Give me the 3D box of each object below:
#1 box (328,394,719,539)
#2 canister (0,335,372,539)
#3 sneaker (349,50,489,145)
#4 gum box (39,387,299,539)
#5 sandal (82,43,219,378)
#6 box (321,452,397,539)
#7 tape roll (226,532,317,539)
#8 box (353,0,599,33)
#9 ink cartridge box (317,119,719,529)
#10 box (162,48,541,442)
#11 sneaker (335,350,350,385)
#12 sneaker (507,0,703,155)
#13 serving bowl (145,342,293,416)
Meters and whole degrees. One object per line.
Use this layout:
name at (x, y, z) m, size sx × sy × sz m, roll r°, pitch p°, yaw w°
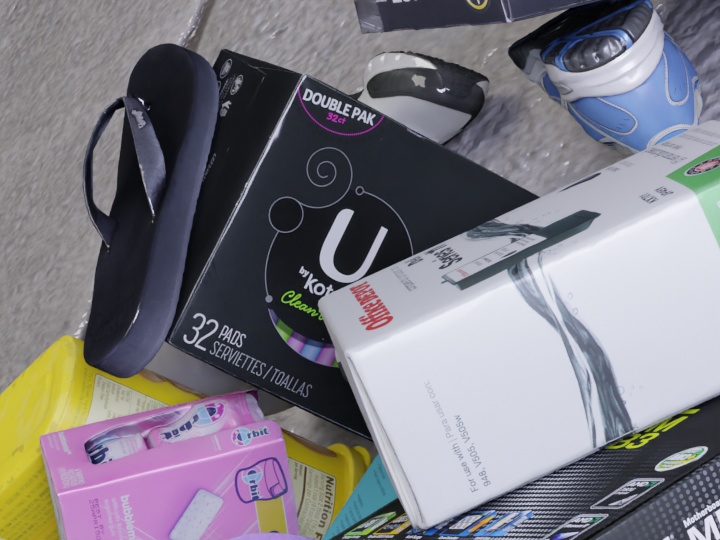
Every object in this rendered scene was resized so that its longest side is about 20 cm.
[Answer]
box at (0.107, 0.086, 0.936) m, size 0.193 × 0.048 × 0.200 m, roll -30°, pitch 9°, yaw -27°
canister at (-0.106, 0.125, 1.260) m, size 0.149 × 0.200 × 0.087 m, roll -41°, pitch 34°, yaw 40°
sneaker at (0.015, -0.072, 1.383) m, size 0.200 × 0.074 × 0.080 m, roll -31°, pitch 43°, yaw 63°
gum box at (-0.088, 0.160, 1.173) m, size 0.066 × 0.113 × 0.200 m, roll -125°, pitch 25°, yaw -62°
sandal at (-0.109, -0.041, 1.134) m, size 0.076 × 0.043 × 0.200 m, roll -42°, pitch 32°, yaw 39°
box at (0.009, 0.171, 1.133) m, size 0.200 × 0.082 × 0.049 m, roll -57°, pitch 25°, yaw 14°
tape roll at (-0.018, 0.213, 1.001) m, size 0.066 × 0.200 × 0.200 m, roll -49°, pitch 28°, yaw 30°
box at (0.115, -0.159, 1.130) m, size 0.161 × 0.200 × 0.049 m, roll 6°, pitch 111°, yaw 66°
ink cartridge box at (0.090, 0.018, 0.966) m, size 0.200 × 0.083 × 0.147 m, roll -25°, pitch 9°, yaw -2°
box at (0.000, 0.000, 1.173) m, size 0.149 × 0.200 × 0.124 m, roll -64°, pitch 24°, yaw 1°
sneaker at (0.084, 0.010, 1.098) m, size 0.200 × 0.075 × 0.081 m, roll -21°, pitch 26°, yaw 8°
sneaker at (0.126, -0.097, 1.171) m, size 0.076 × 0.077 × 0.200 m, roll -33°, pitch 11°, yaw 9°
serving bowl at (-0.037, 0.007, 1.287) m, size 0.066 × 0.200 × 0.200 m, roll 40°, pitch 104°, yaw 34°
